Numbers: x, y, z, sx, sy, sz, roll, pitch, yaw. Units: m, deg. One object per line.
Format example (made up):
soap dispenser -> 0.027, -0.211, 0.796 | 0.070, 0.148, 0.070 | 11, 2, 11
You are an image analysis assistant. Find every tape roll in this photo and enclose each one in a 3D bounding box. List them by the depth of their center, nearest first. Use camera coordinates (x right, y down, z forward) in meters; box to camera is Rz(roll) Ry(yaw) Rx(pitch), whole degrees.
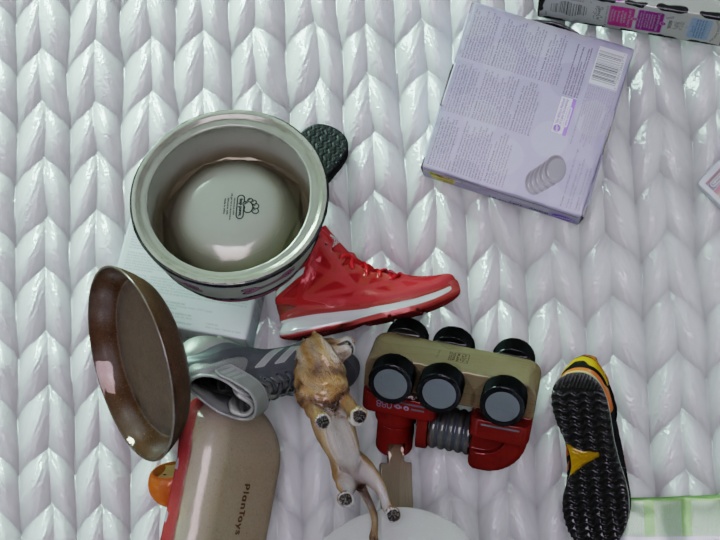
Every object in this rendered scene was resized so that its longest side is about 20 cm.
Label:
tape roll -> 0.030, 0.323, 1.316 | 0.200, 0.037, 0.204 | -10, 48, 11

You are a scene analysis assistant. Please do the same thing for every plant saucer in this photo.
plant saucer -> -0.220, 0.090, 1.381 | 0.034, 0.200, 0.202 | -14, 79, -32

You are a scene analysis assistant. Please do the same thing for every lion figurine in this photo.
lion figurine -> -0.019, 0.165, 1.356 | 0.072, 0.122, 0.202 | -13, 106, -11

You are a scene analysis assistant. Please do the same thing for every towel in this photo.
towel -> 0.336, 0.330, 1.391 | 0.147, 0.031, 0.203 | -3, 82, 5

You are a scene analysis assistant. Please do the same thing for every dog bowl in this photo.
dog bowl -> -0.129, -0.058, 1.383 | 0.198, 0.074, 0.202 | -1, 62, 1

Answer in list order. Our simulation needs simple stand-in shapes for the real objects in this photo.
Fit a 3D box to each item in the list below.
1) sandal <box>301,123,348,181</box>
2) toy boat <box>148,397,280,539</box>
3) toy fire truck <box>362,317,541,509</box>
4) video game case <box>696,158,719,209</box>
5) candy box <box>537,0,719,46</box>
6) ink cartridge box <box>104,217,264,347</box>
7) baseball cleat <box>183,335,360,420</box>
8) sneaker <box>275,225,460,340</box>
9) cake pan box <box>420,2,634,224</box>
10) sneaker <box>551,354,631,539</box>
sandal -> -0.080, -0.073, 1.461 | 0.075, 0.048, 0.201 | 34, 62, 17
toy boat -> -0.168, 0.226, 1.427 | 0.130, 0.130, 0.202 | 7, 83, 36
toy fire truck -> 0.084, 0.175, 1.406 | 0.174, 0.129, 0.202 | 10, 120, 8
video game case -> 0.472, -0.071, 1.433 | 0.143, 0.018, 0.200 | -45, 81, -1
candy box -> 0.296, -0.325, 1.451 | 0.198, 0.061, 0.138 | 11, 72, 8
ink cartridge box -> -0.176, -0.021, 1.493 | 0.158, 0.047, 0.202 | 9, 68, 8
baseball cleat -> -0.089, 0.118, 1.401 | 0.198, 0.107, 0.070 | 4, 122, -18
sneaker -> 0.000, 0.000, 1.446 | 0.198, 0.078, 0.117 | -12, 83, 3
cake pan box -> 0.178, -0.171, 1.461 | 0.182, 0.052, 0.202 | 16, 85, 6
sneaker -> 0.241, 0.183, 1.402 | 0.069, 0.090, 0.202 | -4, 108, 21
